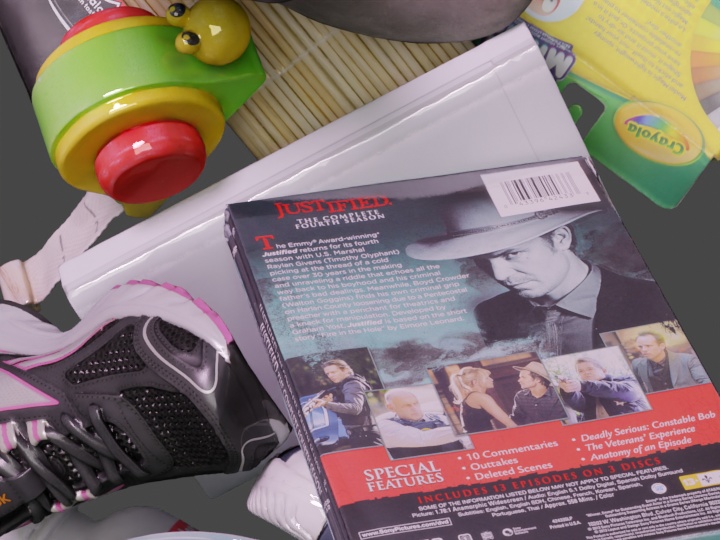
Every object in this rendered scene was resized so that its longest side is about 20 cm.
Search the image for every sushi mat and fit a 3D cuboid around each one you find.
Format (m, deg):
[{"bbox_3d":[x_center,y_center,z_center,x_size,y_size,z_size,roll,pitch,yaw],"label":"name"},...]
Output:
[{"bbox_3d":[-0.041,-0.116,0.937,0.096,0.012,0.200,-38,108,8],"label":"sushi mat"}]

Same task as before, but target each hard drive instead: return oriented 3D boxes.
[{"bbox_3d":[0.000,0.000,0.964,0.200,0.026,0.132,-28,132,3],"label":"hard drive"}]

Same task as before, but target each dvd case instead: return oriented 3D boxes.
[{"bbox_3d":[0.044,0.034,0.856,0.145,0.200,0.022,-9,133,-14],"label":"dvd case"}]

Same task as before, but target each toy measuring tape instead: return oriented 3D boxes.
[{"bbox_3d":[-0.108,-0.042,0.939,0.074,0.074,0.200,50,130,2],"label":"toy measuring tape"}]

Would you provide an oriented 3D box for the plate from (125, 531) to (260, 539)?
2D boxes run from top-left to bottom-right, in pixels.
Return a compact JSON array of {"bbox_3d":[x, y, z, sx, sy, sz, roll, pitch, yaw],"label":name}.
[{"bbox_3d":[-0.045,0.187,0.894,0.199,0.026,0.201,8,118,16],"label":"plate"}]

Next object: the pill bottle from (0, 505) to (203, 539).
[{"bbox_3d":[-0.069,0.162,0.968,0.200,0.109,0.109,31,93,3],"label":"pill bottle"}]

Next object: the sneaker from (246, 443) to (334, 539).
[{"bbox_3d":[0.036,0.048,0.912,0.079,0.199,0.130,29,97,27],"label":"sneaker"}]

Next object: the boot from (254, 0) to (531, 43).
[{"bbox_3d":[-0.025,-0.112,0.862,0.199,0.131,0.068,15,107,-9],"label":"boot"}]

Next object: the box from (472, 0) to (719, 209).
[{"bbox_3d":[0.138,-0.134,0.982,0.117,0.048,0.200,37,90,2],"label":"box"}]

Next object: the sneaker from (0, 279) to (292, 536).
[{"bbox_3d":[-0.109,0.063,0.898,0.086,0.200,0.080,-49,114,-32],"label":"sneaker"}]

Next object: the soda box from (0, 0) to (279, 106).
[{"bbox_3d":[-0.047,-0.130,0.981,0.199,0.071,0.063,-24,90,4],"label":"soda box"}]
